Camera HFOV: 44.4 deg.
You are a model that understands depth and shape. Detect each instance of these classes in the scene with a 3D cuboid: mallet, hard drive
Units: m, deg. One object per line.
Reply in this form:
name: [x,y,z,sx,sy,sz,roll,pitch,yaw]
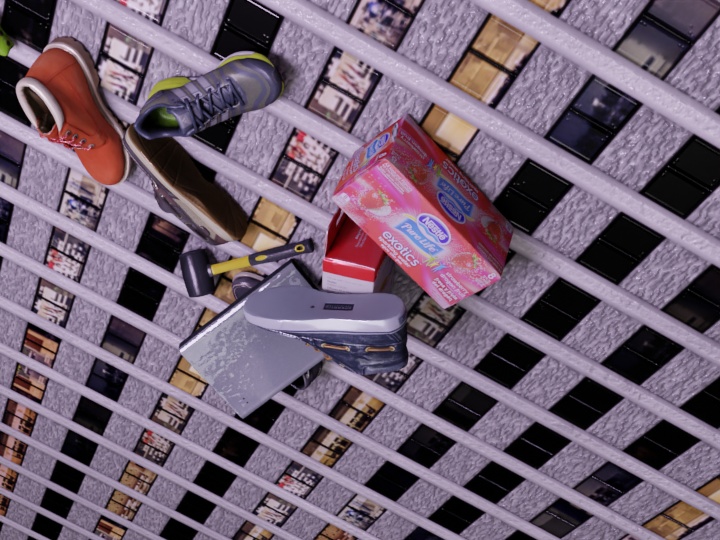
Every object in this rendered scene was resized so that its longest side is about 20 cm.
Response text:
mallet: [-0.159,-0.022,1.197,0.200,0.041,0.066,-21,91,21]
hard drive: [-0.129,0.095,1.220,0.200,0.033,0.140,-37,109,6]

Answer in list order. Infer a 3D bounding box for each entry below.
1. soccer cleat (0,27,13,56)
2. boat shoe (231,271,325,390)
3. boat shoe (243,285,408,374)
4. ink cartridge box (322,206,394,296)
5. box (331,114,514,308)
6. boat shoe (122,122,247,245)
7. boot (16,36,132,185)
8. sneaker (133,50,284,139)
soccer cleat: [-0.520,-0.267,1.097,0.200,0.068,0.081,-12,137,29]
boat shoe: [-0.121,0.089,1.258,0.073,0.063,0.200,-16,121,34]
boat shoe: [-0.040,0.076,1.049,0.200,0.071,0.091,4,127,16]
ink cartridge box: [0.000,0.000,1.098,0.067,0.116,0.200,13,134,10]
box: [0.076,-0.066,1.023,0.200,0.100,0.095,44,130,-18]
boat shoe: [-0.234,-0.101,1.127,0.065,0.073,0.200,-29,115,31]
boot: [-0.354,-0.172,1.088,0.075,0.107,0.200,-2,130,20]
sneaker: [-0.176,-0.191,1.019,0.200,0.081,0.074,-13,124,29]
